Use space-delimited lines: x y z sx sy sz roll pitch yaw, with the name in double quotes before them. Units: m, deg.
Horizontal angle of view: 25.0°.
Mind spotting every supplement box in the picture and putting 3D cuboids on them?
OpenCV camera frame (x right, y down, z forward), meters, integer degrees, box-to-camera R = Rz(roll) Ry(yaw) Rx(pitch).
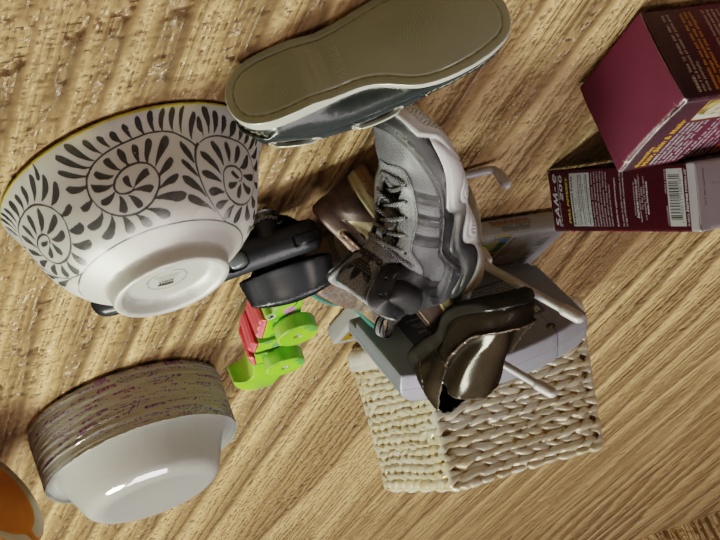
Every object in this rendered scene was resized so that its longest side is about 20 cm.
"supplement box" 0.296 -0.157 1.326 0.199 0.086 0.110 -12 158 -28
"supplement box" 0.268 -0.069 1.428 0.108 0.061 0.200 -10 -173 -29

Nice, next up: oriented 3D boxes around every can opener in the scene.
"can opener" -0.123 0.001 1.320 0.199 0.079 0.063 -13 175 1

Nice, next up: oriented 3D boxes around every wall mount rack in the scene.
"wall mount rack" 0.119 0.014 1.411 0.074 0.174 0.200 -11 146 -14

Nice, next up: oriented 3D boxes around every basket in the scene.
"basket" 0.121 0.130 1.676 0.197 0.162 0.200 -12 176 -23

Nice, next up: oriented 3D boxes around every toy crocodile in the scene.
"toy crocodile" -0.083 0.048 1.470 0.061 0.068 0.200 -15 159 -17

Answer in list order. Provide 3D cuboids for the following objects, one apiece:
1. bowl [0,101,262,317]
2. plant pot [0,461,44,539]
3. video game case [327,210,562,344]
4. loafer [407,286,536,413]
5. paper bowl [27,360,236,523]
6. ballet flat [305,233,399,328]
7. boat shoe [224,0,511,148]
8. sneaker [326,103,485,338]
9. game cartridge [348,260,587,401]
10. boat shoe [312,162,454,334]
"bowl" -0.150 -0.027 1.176 0.200 0.095 0.201 -20 160 -8
"plant pot" -0.406 0.272 1.545 0.183 0.200 0.200 -44 154 13
"video game case" 0.084 0.007 1.607 0.181 0.023 0.200 -9 157 -32
"loafer" 0.101 0.069 1.354 0.073 0.072 0.200 -12 165 -18
"paper bowl" -0.218 0.177 1.601 0.200 0.105 0.201 -20 158 -8
"ballet flat" 0.000 0.000 1.437 0.067 0.068 0.200 -32 158 14
"boat shoe" 0.008 -0.138 1.105 0.199 0.076 0.060 -13 160 9
"sneaker" 0.026 -0.034 1.248 0.114 0.075 0.201 -38 133 -20
"game cartridge" 0.105 0.058 1.533 0.199 0.133 0.042 -17 130 -19
"boat shoe" 0.019 -0.004 1.366 0.072 0.072 0.200 -33 137 1
